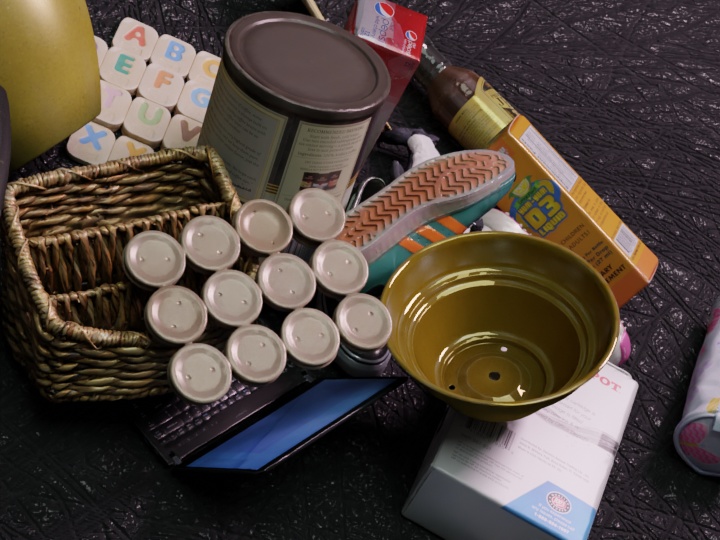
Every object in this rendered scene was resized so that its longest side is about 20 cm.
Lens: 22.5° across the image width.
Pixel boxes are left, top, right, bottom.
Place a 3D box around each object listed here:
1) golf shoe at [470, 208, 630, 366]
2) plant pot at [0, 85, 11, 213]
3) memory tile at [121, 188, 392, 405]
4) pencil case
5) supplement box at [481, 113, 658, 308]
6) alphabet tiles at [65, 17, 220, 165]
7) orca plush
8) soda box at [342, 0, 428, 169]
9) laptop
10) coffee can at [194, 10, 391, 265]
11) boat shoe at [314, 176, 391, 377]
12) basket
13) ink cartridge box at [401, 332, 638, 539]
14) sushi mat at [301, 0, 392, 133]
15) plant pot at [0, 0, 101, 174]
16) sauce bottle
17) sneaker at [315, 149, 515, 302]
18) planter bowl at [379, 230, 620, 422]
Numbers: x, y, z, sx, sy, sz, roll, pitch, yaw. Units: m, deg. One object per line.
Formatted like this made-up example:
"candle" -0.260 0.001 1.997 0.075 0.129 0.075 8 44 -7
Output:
"golf shoe" 0.160 0.032 1.696 0.200 0.076 0.091 40 56 18
"plant pot" -0.378 -0.071 1.430 0.198 0.201 0.178 20 41 -10
"memory tile" -0.081 0.018 1.441 0.198 0.017 0.154 -16 70 -27
"pencil case" 0.357 0.101 1.715 0.083 0.091 0.201 30 48 -1
"supplement box" 0.193 -0.051 1.737 0.200 0.067 0.069 47 27 -1
"alphabet tiles" -0.194 -0.155 1.701 0.198 0.015 0.197 23 47 -7
"orca plush" 0.048 -0.062 1.706 0.105 0.071 0.201 21 30 -36
"soda box" -0.007 -0.158 1.667 0.069 0.201 0.064 20 48 -9
"laptop" -0.099 0.080 1.499 0.177 0.104 0.200 -29 70 -40
"coffee can" -0.072 -0.100 1.571 0.145 0.201 0.147 14 36 -10
"boat shoe" 0.000 0.000 1.633 0.071 0.071 0.202 9 51 -19
"basket" -0.180 0.005 1.455 0.198 0.150 0.143 -11 36 -27
"ink cartridge box" 0.141 0.153 1.572 0.144 0.084 0.201 28 47 0
"sushi mat" -0.024 -0.221 1.796 0.012 0.096 0.201 -31 65 2
"plant pot" -0.302 -0.169 1.559 0.143 0.199 0.200 57 47 -11
"sauce bottle" 0.116 -0.156 1.819 0.200 0.065 0.065 47 49 12
"sneaker" 0.052 -0.034 1.582 0.199 0.080 0.071 -29 40 -16
"planter bowl" 0.113 0.064 1.513 0.198 0.084 0.202 0 45 0
